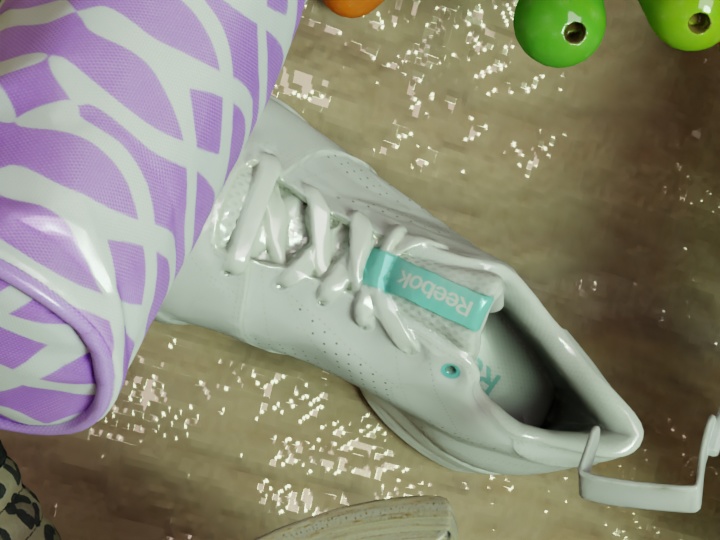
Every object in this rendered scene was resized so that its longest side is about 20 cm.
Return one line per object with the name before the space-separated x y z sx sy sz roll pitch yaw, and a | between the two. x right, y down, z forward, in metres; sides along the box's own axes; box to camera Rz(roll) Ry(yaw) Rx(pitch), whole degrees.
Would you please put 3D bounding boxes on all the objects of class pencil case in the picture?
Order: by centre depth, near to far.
pencil case | -0.068 -0.053 0.716 0.084 0.085 0.200 83 23 -48

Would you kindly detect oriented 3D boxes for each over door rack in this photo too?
over door rack | 0.139 0.033 0.840 0.200 0.067 0.148 -55 154 -27

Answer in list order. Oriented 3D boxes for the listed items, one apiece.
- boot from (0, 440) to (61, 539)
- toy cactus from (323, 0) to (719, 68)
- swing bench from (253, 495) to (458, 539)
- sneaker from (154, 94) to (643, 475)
boot | -0.180 0.050 0.699 0.203 0.073 0.154 -31 104 -29
toy cactus | 0.068 -0.128 0.838 0.200 0.102 0.165 25 63 -27
swing bench | -0.001 0.192 0.720 0.130 0.199 0.200 -18 62 -1
sneaker | 0.000 0.000 0.796 0.200 0.088 0.075 30 81 -29
